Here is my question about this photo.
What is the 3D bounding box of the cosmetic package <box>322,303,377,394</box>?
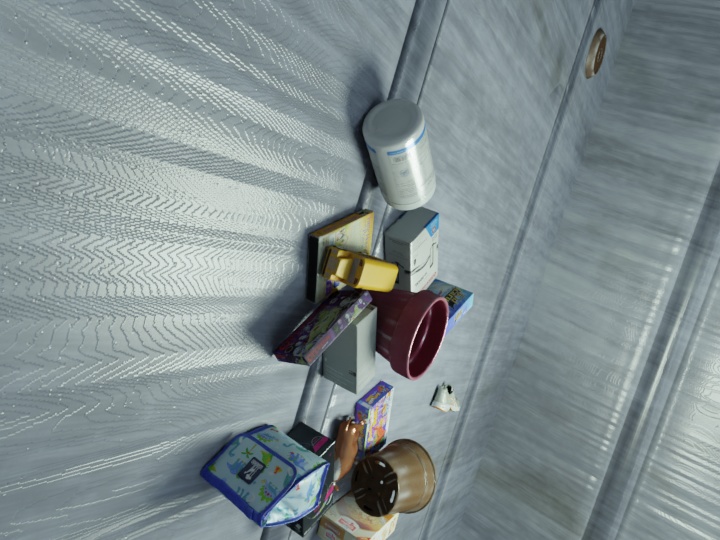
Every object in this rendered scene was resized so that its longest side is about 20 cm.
[{"bbox_3d":[-0.025,0.163,1.351,0.090,0.105,0.205,-39,138,-41],"label":"cosmetic package"}]

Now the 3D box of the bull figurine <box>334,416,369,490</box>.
[{"bbox_3d":[-0.039,0.475,1.572,0.121,0.064,0.206,-19,130,-63],"label":"bull figurine"}]

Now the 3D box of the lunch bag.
[{"bbox_3d":[-0.183,0.400,1.155,0.198,0.167,0.131,-7,115,-56],"label":"lunch bag"}]

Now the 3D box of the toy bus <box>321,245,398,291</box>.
[{"bbox_3d":[0.000,0.000,1.250,0.198,0.077,0.067,10,101,-61],"label":"toy bus"}]

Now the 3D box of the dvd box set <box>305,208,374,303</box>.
[{"bbox_3d":[-0.041,-0.035,1.269,0.198,0.029,0.151,-31,134,-49],"label":"dvd box set"}]

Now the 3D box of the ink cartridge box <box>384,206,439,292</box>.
[{"bbox_3d":[0.133,-0.037,1.521,0.146,0.083,0.204,-45,143,-38],"label":"ink cartridge box"}]

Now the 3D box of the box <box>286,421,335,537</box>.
[{"bbox_3d":[-0.132,0.475,1.362,0.122,0.104,0.206,-35,136,-47],"label":"box"}]

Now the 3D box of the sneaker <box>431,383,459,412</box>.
[{"bbox_3d":[0.330,0.467,2.217,0.199,0.074,0.095,20,87,-63],"label":"sneaker"}]

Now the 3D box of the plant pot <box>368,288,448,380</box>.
[{"bbox_3d":[0.088,0.129,1.413,0.199,0.175,0.205,-37,138,-43],"label":"plant pot"}]

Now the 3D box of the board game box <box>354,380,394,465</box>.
[{"bbox_3d":[0.032,0.434,1.691,0.133,0.044,0.206,-29,132,-51],"label":"board game box"}]

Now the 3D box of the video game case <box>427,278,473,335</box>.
[{"bbox_3d":[0.178,0.090,1.583,0.199,0.178,0.047,-37,139,-44],"label":"video game case"}]

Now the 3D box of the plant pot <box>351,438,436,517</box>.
[{"bbox_3d":[0.084,0.575,1.644,0.197,0.196,0.206,17,94,-58],"label":"plant pot"}]

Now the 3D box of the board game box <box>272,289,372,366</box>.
[{"bbox_3d":[-0.075,0.110,1.202,0.200,0.119,0.033,-45,110,-32],"label":"board game box"}]

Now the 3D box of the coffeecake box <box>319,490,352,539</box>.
[{"bbox_3d":[-0.004,0.713,1.694,0.198,0.150,0.075,-12,120,-58],"label":"coffeecake box"}]

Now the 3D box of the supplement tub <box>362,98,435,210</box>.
[{"bbox_3d":[0.084,-0.241,1.255,0.134,0.129,0.202,-56,150,-22],"label":"supplement tub"}]

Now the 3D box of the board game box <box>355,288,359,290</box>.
[{"bbox_3d":[0.010,0.111,1.469,0.102,0.019,0.206,-19,124,-54],"label":"board game box"}]
